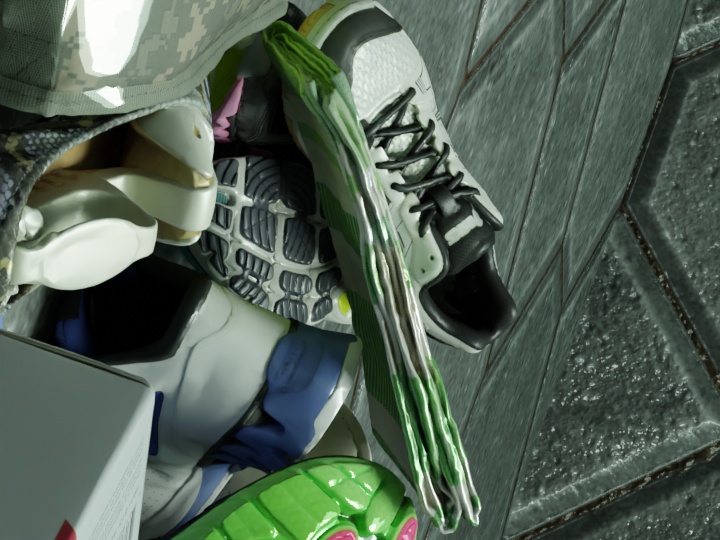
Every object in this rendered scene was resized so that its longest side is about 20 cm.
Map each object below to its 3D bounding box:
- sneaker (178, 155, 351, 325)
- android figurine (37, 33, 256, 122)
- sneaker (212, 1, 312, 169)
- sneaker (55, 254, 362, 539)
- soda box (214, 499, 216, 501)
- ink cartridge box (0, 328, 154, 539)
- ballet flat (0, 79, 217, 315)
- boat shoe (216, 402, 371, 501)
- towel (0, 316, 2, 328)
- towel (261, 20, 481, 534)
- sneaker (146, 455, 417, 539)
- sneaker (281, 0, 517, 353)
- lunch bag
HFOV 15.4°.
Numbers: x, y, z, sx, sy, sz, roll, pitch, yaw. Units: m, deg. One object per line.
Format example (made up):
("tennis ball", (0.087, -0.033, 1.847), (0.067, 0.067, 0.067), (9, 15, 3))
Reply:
("sneaker", (-0.043, -0.007, 1.312), (0.200, 0.080, 0.078), (25, 73, -61))
("android figurine", (-0.074, -0.109, 1.086), (0.200, 0.041, 0.182), (-47, 153, -63))
("sneaker", (-0.015, -0.076, 1.298), (0.200, 0.095, 0.079), (48, 62, -76))
("sneaker", (-0.091, 0.044, 1.152), (0.199, 0.115, 0.081), (-36, -157, 54))
("soda box", (-0.052, 0.116, 1.285), (0.064, 0.068, 0.200), (95, -8, -45))
("ink cartridge box", (-0.140, 0.139, 0.914), (0.200, 0.083, 0.146), (101, 10, -47))
("ballet flat", (-0.092, -0.026, 0.945), (0.200, 0.072, 0.072), (-30, 138, -57))
("boat shoe", (-0.022, 0.132, 1.182), (0.200, 0.072, 0.060), (-103, -178, -52))
("towel", (-0.170, 0.091, 0.959), (0.200, 0.024, 0.145), (-61, 166, -46))
("towel", (0.000, 0.000, 1.128), (0.153, 0.023, 0.200), (-128, -160, -74))
("sneaker", (-0.070, 0.128, 1.092), (0.084, 0.200, 0.077), (25, -44, 67))
("sneaker", (0.028, -0.043, 1.236), (0.076, 0.088, 0.200), (-41, 138, -18))
("lunch bag", (-0.072, -0.148, 0.818), (0.200, 0.117, 0.164), (-57, 163, -71))
